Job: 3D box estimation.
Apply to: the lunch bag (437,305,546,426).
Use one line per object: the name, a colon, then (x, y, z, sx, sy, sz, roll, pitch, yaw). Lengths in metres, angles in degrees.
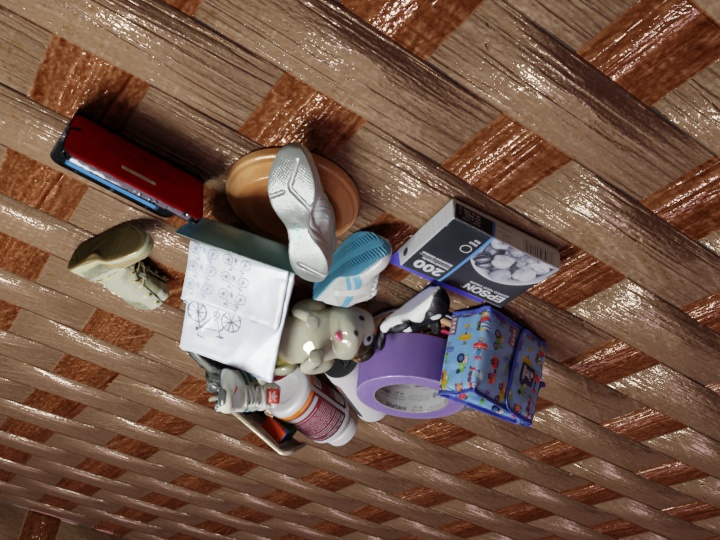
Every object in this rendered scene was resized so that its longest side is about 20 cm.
lunch bag: (0.244, 0.171, 1.325, 0.199, 0.152, 0.094, 27, 156, -30)

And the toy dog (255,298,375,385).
toy dog: (-0.070, 0.117, 1.330, 0.198, 0.141, 0.194, -9, 170, 16)

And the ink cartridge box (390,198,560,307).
ink cartridge box: (0.166, -0.009, 1.184, 0.197, 0.044, 0.200, 23, 145, -20)

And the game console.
game console: (-0.333, -0.117, 1.077, 0.199, 0.173, 0.119, 27, 115, -26)

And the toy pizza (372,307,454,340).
toy pizza: (0.104, 0.130, 1.406, 0.198, 0.032, 0.201, 6, 146, 4)

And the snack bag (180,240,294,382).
snack bag: (-0.211, 0.068, 1.257, 0.187, 0.021, 0.202, 18, 107, 14)

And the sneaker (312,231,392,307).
sneaker: (0.000, 0.000, 1.214, 0.080, 0.077, 0.200, 17, 152, -24)

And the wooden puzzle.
wooden puzzle: (-0.200, 0.302, 1.578, 0.199, 0.047, 0.185, 34, 177, 9)

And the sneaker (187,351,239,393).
sneaker: (-0.297, 0.194, 1.546, 0.113, 0.077, 0.199, -22, 141, 28)

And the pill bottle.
pill bottle: (-0.096, 0.290, 1.609, 0.112, 0.114, 0.200, -17, 138, 32)

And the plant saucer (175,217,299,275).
plant saucer: (-0.169, -0.039, 1.121, 0.198, 0.036, 0.200, 19, 179, 0)

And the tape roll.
tape roll: (0.094, 0.194, 1.397, 0.198, 0.086, 0.201, 6, 150, 4)

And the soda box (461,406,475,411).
soda box: (0.180, 0.237, 1.517, 0.198, 0.064, 0.071, -10, 142, 24)

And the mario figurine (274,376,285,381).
mario figurine: (-0.199, 0.125, 1.426, 0.106, 0.124, 0.200, -38, 117, 17)

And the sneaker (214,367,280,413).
sneaker: (-0.187, 0.206, 1.315, 0.092, 0.071, 0.200, 6, 175, 4)

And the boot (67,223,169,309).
boot: (-0.375, 0.000, 1.289, 0.199, 0.073, 0.155, -13, 140, 37)

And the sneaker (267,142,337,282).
sneaker: (-0.074, -0.087, 1.042, 0.070, 0.080, 0.202, 4, 126, 18)

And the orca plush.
orca plush: (0.094, 0.090, 1.251, 0.071, 0.105, 0.200, 44, 133, -6)

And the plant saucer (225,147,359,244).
plant saucer: (-0.100, -0.097, 1.119, 0.198, 0.038, 0.201, 6, 146, 4)

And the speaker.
speaker: (-0.005, 0.221, 1.519, 0.080, 0.082, 0.200, -6, 144, 20)
